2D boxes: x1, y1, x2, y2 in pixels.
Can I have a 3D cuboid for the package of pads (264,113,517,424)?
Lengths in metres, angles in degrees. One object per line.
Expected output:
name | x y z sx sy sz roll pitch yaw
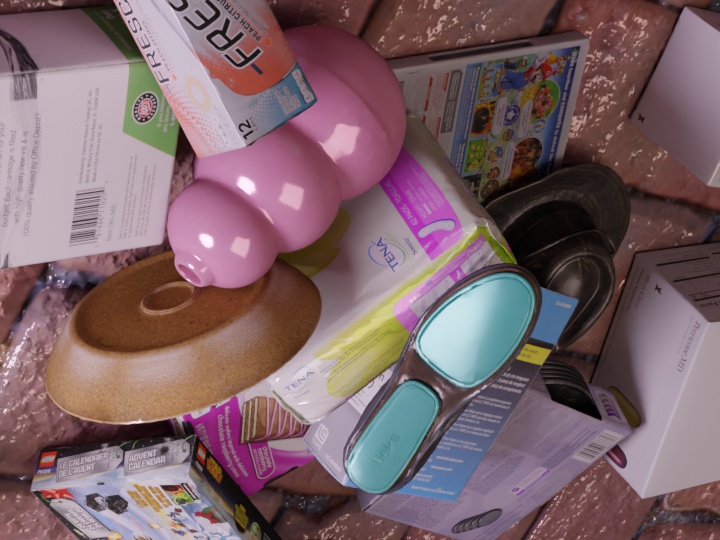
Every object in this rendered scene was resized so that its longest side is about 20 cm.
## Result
package of pads | 0.000 0.000 1.302 0.199 0.155 0.068 -37 134 5

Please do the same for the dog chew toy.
dog chew toy | -0.057 -0.070 1.217 0.200 0.124 0.125 -52 142 -22

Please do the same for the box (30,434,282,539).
box | -0.149 0.199 1.401 0.136 0.040 0.200 -8 142 20

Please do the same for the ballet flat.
ballet flat | 0.057 0.070 1.251 0.073 0.073 0.201 20 114 -44

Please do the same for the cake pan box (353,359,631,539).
cake pan box | 0.117 0.157 1.577 0.200 0.053 0.183 -42 142 24

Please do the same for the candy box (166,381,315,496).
candy box | -0.055 0.087 1.419 0.199 0.061 0.137 -29 137 -16

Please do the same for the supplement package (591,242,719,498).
supplement package | 0.314 0.089 1.660 0.155 0.111 0.201 -8 127 -32

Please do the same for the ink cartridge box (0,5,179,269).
ink cartridge box | -0.220 -0.082 1.141 0.198 0.084 0.147 -9 128 -31

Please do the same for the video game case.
video game case | 0.082 -0.108 1.396 0.198 0.018 0.144 -12 129 -29

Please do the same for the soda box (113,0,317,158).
soda box | -0.107 -0.171 1.089 0.063 0.068 0.201 -35 105 -28

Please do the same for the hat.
hat | 0.161 0.011 1.492 0.199 0.081 0.202 -22 142 -18

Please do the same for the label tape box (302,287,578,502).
label tape box | 0.064 0.079 1.414 0.143 0.066 0.201 16 108 -47

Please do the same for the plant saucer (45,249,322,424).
plant saucer | -0.126 0.032 1.230 0.199 0.200 0.036 -26 120 -17

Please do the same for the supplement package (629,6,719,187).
supplement package | 0.345 -0.135 1.503 0.199 0.110 0.114 3 121 -38
